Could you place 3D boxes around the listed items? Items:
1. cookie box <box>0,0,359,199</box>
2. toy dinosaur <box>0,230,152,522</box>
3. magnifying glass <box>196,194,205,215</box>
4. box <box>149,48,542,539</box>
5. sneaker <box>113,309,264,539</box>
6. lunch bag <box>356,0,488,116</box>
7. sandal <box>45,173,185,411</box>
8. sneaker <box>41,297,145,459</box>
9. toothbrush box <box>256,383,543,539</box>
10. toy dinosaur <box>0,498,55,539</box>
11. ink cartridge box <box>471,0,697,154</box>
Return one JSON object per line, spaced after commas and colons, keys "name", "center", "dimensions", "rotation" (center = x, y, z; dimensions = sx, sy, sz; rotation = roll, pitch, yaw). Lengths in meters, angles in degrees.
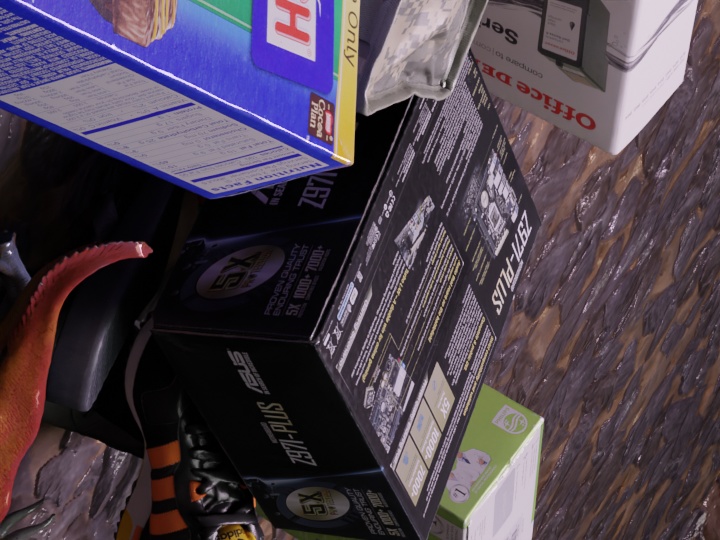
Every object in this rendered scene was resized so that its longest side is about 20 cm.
{"name": "cookie box", "center": [-0.083, -0.137, 0.853], "dimensions": [0.200, 0.075, 0.172], "rotation": [23, 64, -52]}
{"name": "toy dinosaur", "center": [-0.176, 0.081, 1.017], "dimensions": [0.105, 0.200, 0.182], "rotation": [-16, 101, -43]}
{"name": "magnifying glass", "center": [-0.071, -0.014, 1.209], "dimensions": [0.022, 0.080, 0.200], "rotation": [-15, 117, -20]}
{"name": "box", "center": [0.000, 0.000, 1.120], "dimensions": [0.164, 0.086, 0.200], "rotation": [62, 41, -46]}
{"name": "sneaker", "center": [-0.070, 0.104, 1.149], "dimensions": [0.070, 0.090, 0.200], "rotation": [-12, 132, -28]}
{"name": "lunch bag", "center": [-0.009, -0.190, 1.014], "dimensions": [0.118, 0.164, 0.200], "rotation": [-18, 134, -64]}
{"name": "sandal", "center": [-0.119, -0.007, 1.124], "dimensions": [0.200, 0.043, 0.076], "rotation": [-69, 176, -64]}
{"name": "sneaker", "center": [-0.117, 0.058, 1.199], "dimensions": [0.076, 0.091, 0.200], "rotation": [-59, 159, 3]}
{"name": "toothbrush box", "center": [0.000, 0.103, 1.382], "dimensions": [0.086, 0.200, 0.146], "rotation": [-51, 158, -28]}
{"name": "toy dinosaur", "center": [-0.234, 0.170, 1.120], "dimensions": [0.200, 0.077, 0.102], "rotation": [-16, 121, -56]}
{"name": "ink cartridge box", "center": [0.117, -0.183, 1.361], "dimensions": [0.084, 0.145, 0.200], "rotation": [-48, 156, -32]}
